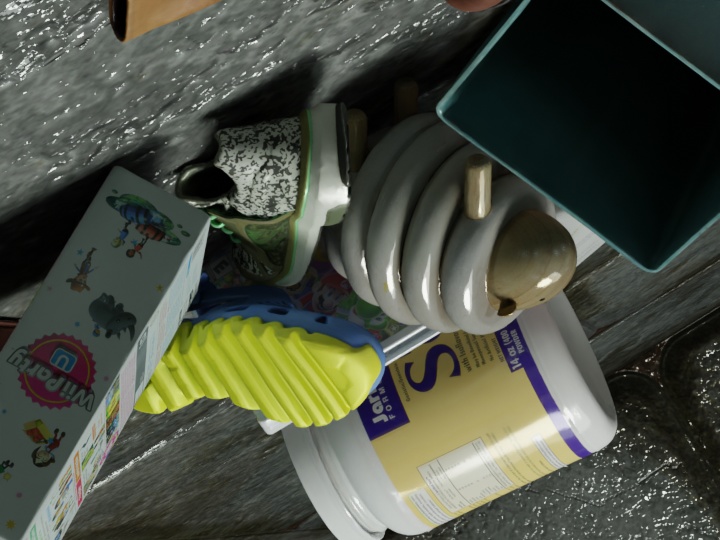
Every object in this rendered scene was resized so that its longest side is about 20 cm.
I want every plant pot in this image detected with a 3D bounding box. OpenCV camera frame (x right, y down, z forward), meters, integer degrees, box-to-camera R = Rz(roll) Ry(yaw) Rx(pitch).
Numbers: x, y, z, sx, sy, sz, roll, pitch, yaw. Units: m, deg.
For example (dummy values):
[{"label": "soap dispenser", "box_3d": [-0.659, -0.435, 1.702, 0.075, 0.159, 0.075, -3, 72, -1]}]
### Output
[{"label": "plant pot", "box_3d": [0.162, -0.138, 1.058, 0.201, 0.141, 0.141, -57, -175, -33]}]

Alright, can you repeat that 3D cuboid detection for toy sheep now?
[{"label": "toy sheep", "box_3d": [0.042, -0.033, 1.228, 0.137, 0.199, 0.139, -29, 132, -38]}]

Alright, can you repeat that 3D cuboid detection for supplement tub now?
[{"label": "supplement tub", "box_3d": [0.058, 0.090, 1.425, 0.199, 0.146, 0.145, -27, 169, 11]}]

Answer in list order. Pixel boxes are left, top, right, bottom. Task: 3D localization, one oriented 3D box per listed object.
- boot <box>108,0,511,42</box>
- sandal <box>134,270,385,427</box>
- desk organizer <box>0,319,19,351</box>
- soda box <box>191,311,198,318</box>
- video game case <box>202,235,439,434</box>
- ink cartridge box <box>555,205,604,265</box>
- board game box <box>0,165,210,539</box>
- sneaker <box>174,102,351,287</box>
[{"label": "boot", "box_3d": [-0.011, -0.136, 0.898, 0.199, 0.069, 0.188, -27, 168, -14]}, {"label": "sandal", "box_3d": [-0.066, 0.038, 1.253, 0.199, 0.080, 0.087, 5, -140, 36]}, {"label": "desk organizer", "box_3d": [-0.241, 0.076, 1.168, 0.071, 0.077, 0.200, -33, 168, 13]}, {"label": "soda box", "box_3d": [-0.014, 0.003, 1.415, 0.199, 0.069, 0.064, -28, 169, 12]}, {"label": "video game case", "box_3d": [0.000, 0.000, 1.323, 0.199, 0.144, 0.018, -31, 138, 0]}, {"label": "ink cartridge box", "box_3d": [0.110, -0.042, 1.526, 0.199, 0.088, 0.145, -19, 162, -49]}, {"label": "board game box", "box_3d": [-0.156, 0.062, 1.131, 0.201, 0.064, 0.148, -62, 177, -19]}, {"label": "sneaker", "box_3d": [-0.063, -0.047, 1.192, 0.088, 0.078, 0.200, 6, 160, -12]}]
